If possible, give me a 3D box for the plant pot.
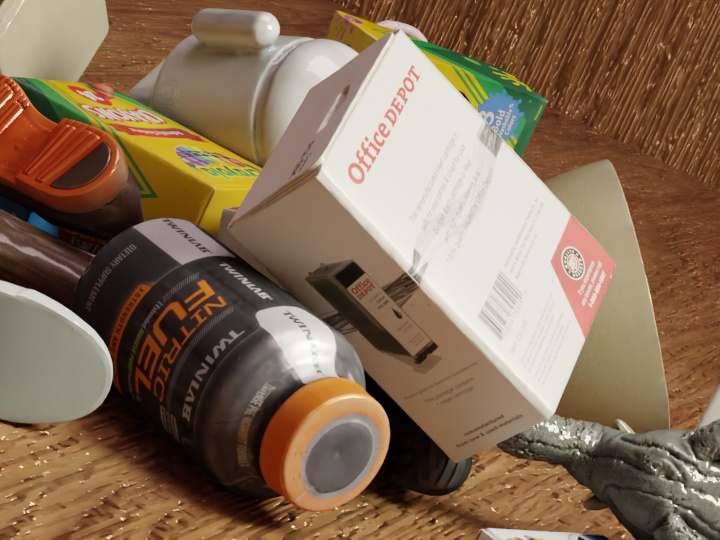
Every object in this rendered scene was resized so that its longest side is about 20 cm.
[{"bbox_3d":[0.125,0.035,1.849,0.134,0.200,0.200,-12,14,-1],"label":"plant pot"}]

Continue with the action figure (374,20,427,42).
[{"bbox_3d":[0.040,-0.084,2.200,0.134,0.149,0.200,0,62,-39],"label":"action figure"}]

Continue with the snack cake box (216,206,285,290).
[{"bbox_3d":[0.000,0.000,1.697,0.115,0.067,0.200,14,8,23],"label":"snack cake box"}]

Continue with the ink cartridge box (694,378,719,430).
[{"bbox_3d":[0.312,0.105,1.795,0.146,0.200,0.086,29,11,21],"label":"ink cartridge box"}]

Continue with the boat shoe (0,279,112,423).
[{"bbox_3d":[-0.227,0.016,1.422,0.200,0.071,0.091,19,16,-14],"label":"boat shoe"}]

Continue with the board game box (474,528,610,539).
[{"bbox_3d":[0.165,0.204,1.466,0.200,0.035,0.126,32,13,36],"label":"board game box"}]

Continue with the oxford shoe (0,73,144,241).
[{"bbox_3d":[-0.212,-0.066,1.676,0.200,0.071,0.073,30,-22,40],"label":"oxford shoe"}]

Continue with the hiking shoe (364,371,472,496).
[{"bbox_3d":[0.042,0.086,1.648,0.101,0.076,0.200,15,13,-23],"label":"hiking shoe"}]

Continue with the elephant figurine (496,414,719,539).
[{"bbox_3d":[0.201,0.136,1.560,0.200,0.155,0.142,25,43,-45],"label":"elephant figurine"}]

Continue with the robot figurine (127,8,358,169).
[{"bbox_3d":[-0.064,-0.105,1.844,0.200,0.170,0.113,7,43,37],"label":"robot figurine"}]

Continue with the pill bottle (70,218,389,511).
[{"bbox_3d":[-0.068,0.056,1.482,0.106,0.106,0.200,13,15,-43],"label":"pill bottle"}]

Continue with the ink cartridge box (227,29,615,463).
[{"bbox_3d":[0.038,-0.014,1.538,0.200,0.083,0.147,46,41,-16],"label":"ink cartridge box"}]

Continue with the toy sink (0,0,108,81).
[{"bbox_3d":[-0.265,-0.188,1.920,0.112,0.130,0.200,26,-19,9],"label":"toy sink"}]

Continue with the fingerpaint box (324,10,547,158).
[{"bbox_3d":[0.022,-0.071,2.001,0.167,0.200,0.073,17,14,-35],"label":"fingerpaint box"}]

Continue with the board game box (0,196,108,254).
[{"bbox_3d":[-0.162,-0.036,1.835,0.196,0.056,0.200,18,13,-26],"label":"board game box"}]

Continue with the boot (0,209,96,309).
[{"bbox_3d":[-0.222,-0.018,1.633,0.200,0.064,0.186,22,12,-24],"label":"boot"}]

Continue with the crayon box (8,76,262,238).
[{"bbox_3d":[-0.129,-0.062,1.748,0.200,0.051,0.127,29,12,19],"label":"crayon box"}]
